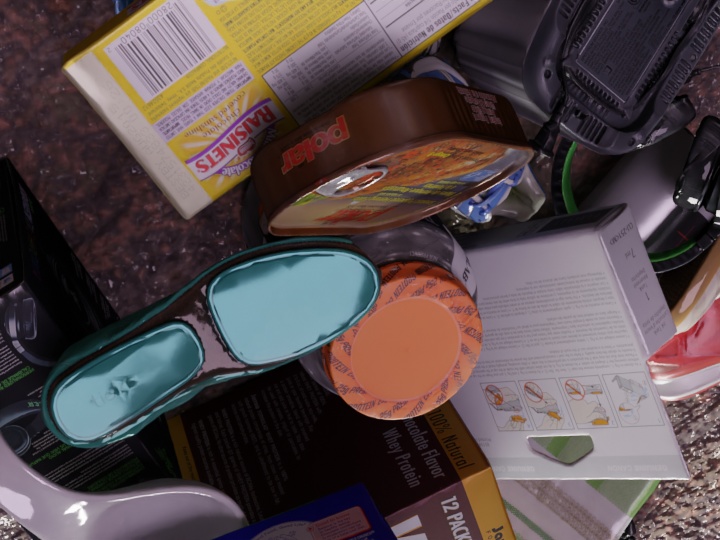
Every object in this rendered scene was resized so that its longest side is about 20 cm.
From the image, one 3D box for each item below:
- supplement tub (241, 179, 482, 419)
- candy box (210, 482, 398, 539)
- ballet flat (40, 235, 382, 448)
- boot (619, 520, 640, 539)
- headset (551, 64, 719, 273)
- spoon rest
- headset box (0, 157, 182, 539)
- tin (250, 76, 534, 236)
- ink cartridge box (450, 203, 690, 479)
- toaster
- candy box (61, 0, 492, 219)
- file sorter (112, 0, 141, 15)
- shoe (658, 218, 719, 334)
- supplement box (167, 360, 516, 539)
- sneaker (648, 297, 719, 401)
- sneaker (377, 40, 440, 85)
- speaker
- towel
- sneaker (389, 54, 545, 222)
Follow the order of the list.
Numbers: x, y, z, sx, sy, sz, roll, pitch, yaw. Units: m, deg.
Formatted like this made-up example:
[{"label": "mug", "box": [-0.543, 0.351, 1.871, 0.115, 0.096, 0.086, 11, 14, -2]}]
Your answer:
[{"label": "supplement tub", "box": [0.000, 0.000, 0.860, 0.121, 0.200, 0.124, -8, 119, -15]}, {"label": "candy box", "box": [-0.047, 0.247, 0.810, 0.167, 0.077, 0.202, -18, 125, -13]}, {"label": "ballet flat", "box": [-0.085, 0.031, 0.744, 0.198, 0.070, 0.068, -26, 105, -11]}, {"label": "boot", "box": [0.153, 0.261, 1.127, 0.197, 0.073, 0.163, -35, 124, -6]}, {"label": "headset", "box": [0.209, -0.086, 0.888, 0.123, 0.094, 0.201, 40, 111, 6]}, {"label": "spoon rest", "box": [-0.146, 0.138, 0.762, 0.099, 0.061, 0.199, -46, 121, 10]}, {"label": "headset box", "box": [-0.199, 0.063, 0.841, 0.092, 0.175, 0.201, -29, 122, -1]}, {"label": "tin", "box": [0.018, -0.056, 0.697, 0.111, 0.042, 0.199, -30, 169, 22]}, {"label": "ink cartridge box", "box": [0.125, 0.055, 0.915, 0.043, 0.199, 0.175, -34, 106, -38]}, {"label": "toaster", "box": [0.142, -0.161, 0.852, 0.113, 0.129, 0.202, 30, 92, -29]}, {"label": "candy box", "box": [-0.036, -0.121, 0.655, 0.199, 0.027, 0.103, -34, 121, 7]}, {"label": "file sorter", "box": [-0.073, -0.172, 0.747, 0.121, 0.201, 0.141, -3, 118, -14]}, {"label": "shoe", "box": [0.280, -0.026, 0.981, 0.053, 0.070, 0.201, 40, 74, -5]}, {"label": "supplement box", "box": [-0.014, 0.169, 0.946, 0.198, 0.198, 0.134, -25, 123, -5]}, {"label": "sneaker", "box": [0.296, 0.014, 1.042, 0.198, 0.079, 0.116, -29, 124, -4]}, {"label": "sneaker", "box": [0.045, -0.187, 0.852, 0.087, 0.076, 0.202, -14, 125, -19]}, {"label": "speaker", "box": [0.183, -0.016, 0.986, 0.081, 0.081, 0.200, 36, 101, -30]}, {"label": "towel", "box": [0.121, 0.191, 1.060, 0.149, 0.031, 0.201, 39, 102, 12]}, {"label": "sneaker", "box": [0.065, -0.078, 0.858, 0.076, 0.077, 0.199, -53, 156, 14]}]
